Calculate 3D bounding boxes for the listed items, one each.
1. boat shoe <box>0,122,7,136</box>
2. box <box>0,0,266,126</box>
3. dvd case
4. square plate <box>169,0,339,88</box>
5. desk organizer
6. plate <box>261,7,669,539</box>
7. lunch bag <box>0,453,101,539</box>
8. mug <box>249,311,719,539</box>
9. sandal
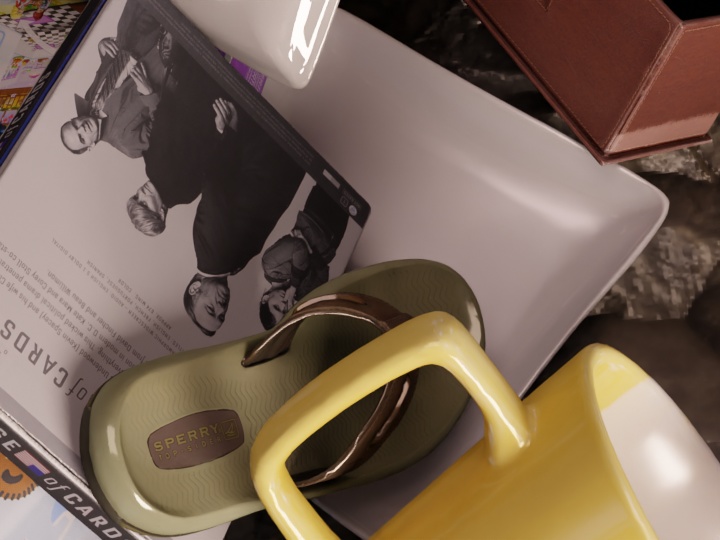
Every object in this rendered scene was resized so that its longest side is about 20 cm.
[{"bbox_3d":[-0.180,0.009,0.700,0.084,0.069,0.201,16,54,9],"label":"boat shoe"},{"bbox_3d":[-0.146,-0.075,0.874,0.198,0.039,0.138,5,57,21],"label":"box"},{"bbox_3d":[-0.080,-0.001,0.734,0.025,0.150,0.201,-22,32,42],"label":"dvd case"},{"bbox_3d":[-0.067,-0.202,0.780,0.197,0.028,0.201,30,108,30],"label":"square plate"},{"bbox_3d":[0.091,-0.147,0.866,0.071,0.077,0.200,-13,54,-37],"label":"desk organizer"},{"bbox_3d":[0.000,0.000,0.837,0.199,0.032,0.200,32,71,22],"label":"plate"},{"bbox_3d":[-0.197,0.065,0.776,0.199,0.124,0.170,27,59,25],"label":"lunch bag"},{"bbox_3d":[0.053,0.114,0.692,0.153,0.149,0.187,-34,80,18],"label":"mug"},{"bbox_3d":[-0.014,0.046,0.718,0.200,0.057,0.080,-23,84,-46],"label":"sandal"}]
